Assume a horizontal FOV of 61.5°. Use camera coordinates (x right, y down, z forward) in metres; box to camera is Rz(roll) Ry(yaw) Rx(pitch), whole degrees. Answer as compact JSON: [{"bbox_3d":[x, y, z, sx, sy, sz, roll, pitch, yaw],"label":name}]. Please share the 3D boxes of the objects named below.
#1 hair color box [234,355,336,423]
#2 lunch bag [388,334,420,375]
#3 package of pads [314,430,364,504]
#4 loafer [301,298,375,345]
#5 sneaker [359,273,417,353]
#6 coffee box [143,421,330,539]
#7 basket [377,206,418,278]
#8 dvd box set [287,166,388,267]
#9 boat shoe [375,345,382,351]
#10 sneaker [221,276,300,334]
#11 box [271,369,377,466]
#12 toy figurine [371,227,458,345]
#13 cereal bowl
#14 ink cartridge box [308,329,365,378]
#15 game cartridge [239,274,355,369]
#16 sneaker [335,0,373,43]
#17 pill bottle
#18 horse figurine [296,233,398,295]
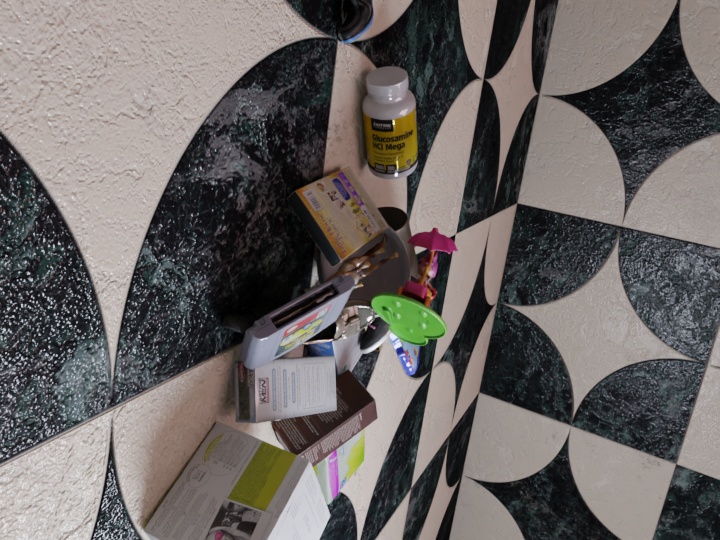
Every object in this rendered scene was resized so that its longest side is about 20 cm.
[{"bbox_3d":[-0.129,0.207,1.074,0.197,0.059,0.103,6,79,-50],"label":"hair color box"},{"bbox_3d":[0.098,0.140,1.458,0.202,0.091,0.153,-90,159,-57],"label":"lunch bag"},{"bbox_3d":[-0.052,0.433,1.437,0.154,0.067,0.204,-42,145,-37],"label":"package of pads"},{"bbox_3d":[-0.061,0.104,1.111,0.063,0.194,0.074,-133,-147,-71],"label":"loafer"},{"bbox_3d":[0.041,0.076,1.307,0.099,0.070,0.202,40,85,-27],"label":"sneaker"},{"bbox_3d":[-0.189,0.411,0.986,0.202,0.192,0.203,-57,150,-38],"label":"coffee box"},{"bbox_3d":[0.062,-0.028,1.383,0.179,0.134,0.205,-39,135,-34],"label":"basket"},{"bbox_3d":[-0.036,-0.105,1.124,0.148,0.029,0.199,55,35,-2],"label":"dvd box set"},{"bbox_3d":[0.021,0.163,1.468,0.199,0.072,0.069,28,74,-66],"label":"boat shoe"},{"bbox_3d":[-0.161,0.055,1.016,0.199,0.058,0.107,27,79,-70],"label":"sneaker"},{"bbox_3d":[-0.070,0.303,1.223,0.197,0.100,0.076,-32,138,-20],"label":"box"},{"bbox_3d":[0.121,0.019,1.142,0.202,0.146,0.188,79,32,-62],"label":"toy figurine"},{"bbox_3d":[0.000,0.000,1.221,0.204,0.197,0.083,-63,-170,-24],"label":"cereal bowl"},{"bbox_3d":[-0.051,0.125,1.281,0.137,0.074,0.204,-54,150,-41],"label":"ink cartridge box"},{"bbox_3d":[-0.102,0.085,0.981,0.197,0.041,0.134,-29,166,-30],"label":"game cartridge"},{"bbox_3d":[-0.010,-0.488,1.036,0.082,0.069,0.206,20,84,-52],"label":"sneaker"},{"bbox_3d":[0.060,-0.300,1.236,0.113,0.110,0.204,-53,148,-39],"label":"pill bottle"},{"bbox_3d":[-0.011,0.001,1.113,0.051,0.130,0.200,60,40,-10],"label":"horse figurine"}]
